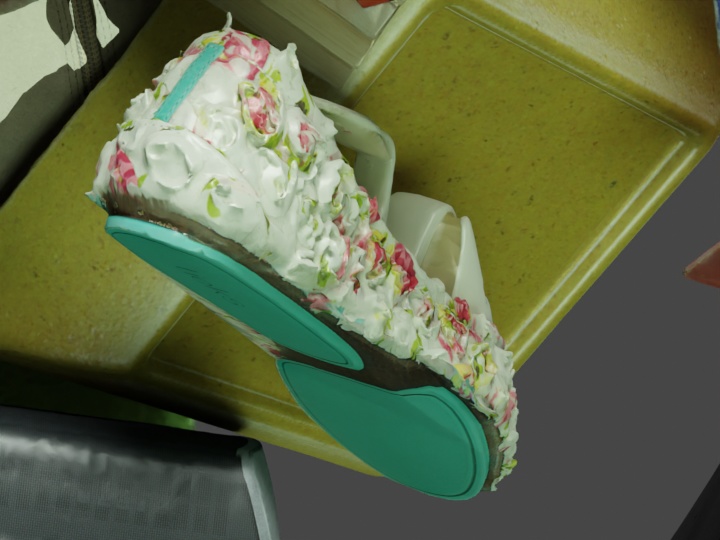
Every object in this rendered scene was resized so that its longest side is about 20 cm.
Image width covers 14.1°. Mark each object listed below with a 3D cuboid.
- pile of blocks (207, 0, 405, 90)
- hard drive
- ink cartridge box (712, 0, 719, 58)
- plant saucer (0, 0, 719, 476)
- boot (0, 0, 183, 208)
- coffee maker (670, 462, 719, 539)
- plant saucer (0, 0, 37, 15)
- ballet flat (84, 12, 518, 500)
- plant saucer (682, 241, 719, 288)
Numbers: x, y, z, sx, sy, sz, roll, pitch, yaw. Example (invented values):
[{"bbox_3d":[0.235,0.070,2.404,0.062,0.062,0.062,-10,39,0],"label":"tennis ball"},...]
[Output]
[{"bbox_3d":[-0.049,-0.131,0.699,0.082,0.062,0.201,-29,100,13],"label":"pile of blocks"},{"bbox_3d":[-0.089,0.060,0.815,0.134,0.200,0.043,9,87,-7],"label":"hard drive"},{"bbox_3d":[0.168,-0.148,0.710,0.200,0.043,0.197,-37,145,-14],"label":"ink cartridge box"},{"bbox_3d":[0.010,-0.021,0.825,0.199,0.049,0.200,21,114,-49],"label":"plant saucer"},{"bbox_3d":[-0.123,-0.055,0.793,0.199,0.070,0.147,-19,127,-8],"label":"boot"},{"bbox_3d":[0.124,0.139,0.973,0.191,0.135,0.201,16,120,-26],"label":"coffee maker"},{"bbox_3d":[-0.126,-0.152,0.677,0.199,0.037,0.201,21,135,22],"label":"plant saucer"},{"bbox_3d":[0.000,0.000,0.749,0.064,0.075,0.200,-68,151,-15],"label":"ballet flat"},{"bbox_3d":[0.206,-0.067,0.781,0.199,0.037,0.200,-32,173,-43],"label":"plant saucer"}]
